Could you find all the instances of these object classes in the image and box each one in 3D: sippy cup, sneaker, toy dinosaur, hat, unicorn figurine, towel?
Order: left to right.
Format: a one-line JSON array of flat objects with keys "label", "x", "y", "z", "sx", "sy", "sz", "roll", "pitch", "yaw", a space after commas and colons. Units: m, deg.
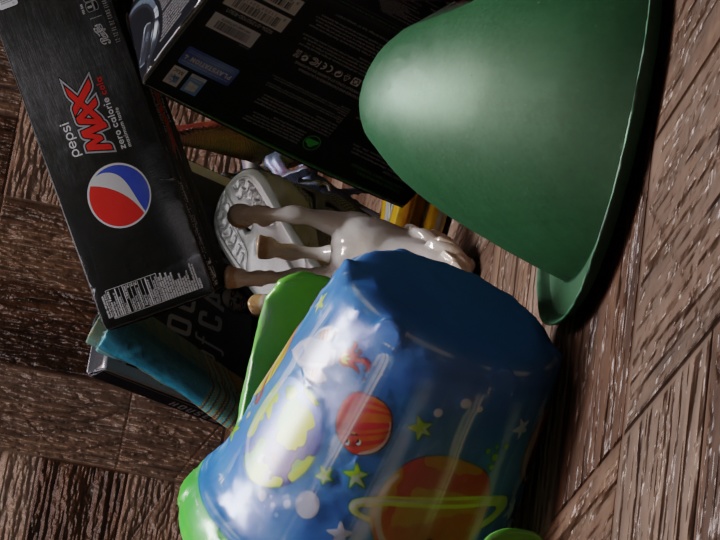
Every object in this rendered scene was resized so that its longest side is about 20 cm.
[{"label": "towel", "x": -0.067, "y": 0.079, "z": 1.472, "sx": 0.022, "sy": 0.200, "sz": 0.147, "roll": -55, "pitch": 6, "yaw": 2}, {"label": "toy dinosaur", "x": -0.032, "y": -0.105, "z": 1.721, "sx": 0.105, "sy": 0.200, "sz": 0.182, "roll": -39, "pitch": 23, "yaw": 37}, {"label": "sneaker", "x": -0.002, "y": 0.025, "z": 1.569, "sx": 0.076, "sy": 0.114, "sz": 0.200, "roll": -53, "pitch": 49, "yaw": 29}, {"label": "unicorn figurine", "x": 0.000, "y": 0.000, "z": 1.384, "sx": 0.200, "sy": 0.137, "sz": 0.074, "roll": -37, "pitch": -50, "yaw": -76}, {"label": "hat", "x": 0.010, "y": -0.075, "z": 1.032, "sx": 0.200, "sy": 0.175, "sz": 0.166, "roll": 135, "pitch": 146, "yaw": -81}, {"label": "sippy cup", "x": 0.012, "y": 0.068, "z": 1.047, "sx": 0.140, "sy": 0.177, "sz": 0.131, "roll": -22, "pitch": -40, "yaw": -63}]

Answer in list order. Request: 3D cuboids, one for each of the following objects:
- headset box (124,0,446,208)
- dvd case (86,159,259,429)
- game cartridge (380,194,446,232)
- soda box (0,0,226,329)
[{"label": "headset box", "x": -0.036, "y": -0.156, "z": 1.391, "sx": 0.093, "sy": 0.174, "sz": 0.200, "roll": -48, "pitch": 36, "yaw": 26}, {"label": "dvd case", "x": -0.068, "y": 0.026, "z": 1.614, "sx": 0.025, "sy": 0.200, "sz": 0.151, "roll": -20, "pitch": 55, "yaw": 49}, {"label": "game cartridge", "x": 0.041, "y": -0.101, "z": 1.539, "sx": 0.200, "sy": 0.032, "sz": 0.177, "roll": -88, "pitch": 11, "yaw": -54}, {"label": "soda box", "x": -0.132, "y": -0.074, "z": 1.371, "sx": 0.071, "sy": 0.063, "sz": 0.201, "roll": -44, "pitch": -65, "yaw": -84}]
